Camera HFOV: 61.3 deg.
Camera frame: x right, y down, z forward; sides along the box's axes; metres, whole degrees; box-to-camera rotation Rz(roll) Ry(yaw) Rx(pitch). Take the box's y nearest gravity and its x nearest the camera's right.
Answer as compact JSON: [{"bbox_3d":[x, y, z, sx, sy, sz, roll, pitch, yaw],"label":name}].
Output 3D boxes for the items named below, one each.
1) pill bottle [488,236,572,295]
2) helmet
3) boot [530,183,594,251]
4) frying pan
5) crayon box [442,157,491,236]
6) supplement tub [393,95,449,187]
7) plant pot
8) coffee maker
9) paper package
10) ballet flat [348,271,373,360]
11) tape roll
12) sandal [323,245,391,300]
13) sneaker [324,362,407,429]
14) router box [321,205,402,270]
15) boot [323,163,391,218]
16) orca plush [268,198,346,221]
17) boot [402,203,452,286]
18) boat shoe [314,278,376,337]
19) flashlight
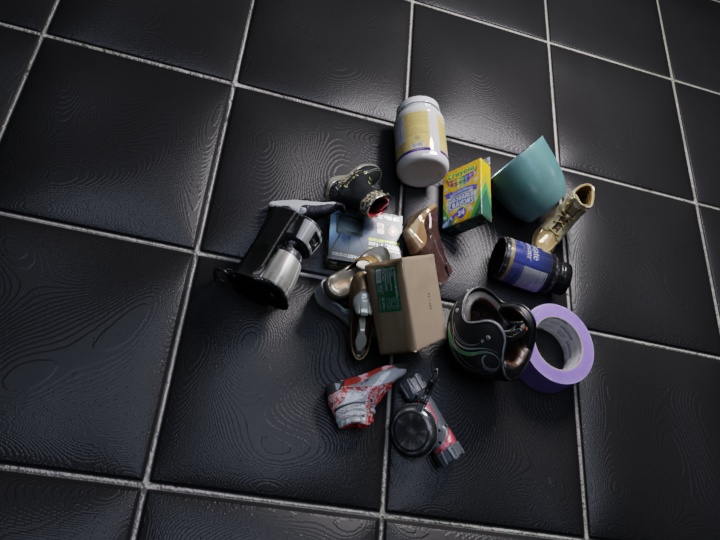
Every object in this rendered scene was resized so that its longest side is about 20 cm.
[{"bbox_3d":[0.441,-0.006,1.571,0.194,0.112,0.115,17,62,-8],"label":"pill bottle"},{"bbox_3d":[0.291,0.148,1.410,0.188,0.204,0.200,18,50,43],"label":"helmet"},{"bbox_3d":[0.547,-0.135,1.637,0.073,0.156,0.200,41,61,6],"label":"boot"},{"bbox_3d":[0.138,0.322,1.322,0.115,0.031,0.191,44,98,21],"label":"frying pan"},{"bbox_3d":[0.280,-0.207,1.606,0.051,0.124,0.205,29,55,-39],"label":"crayon box"},{"bbox_3d":[0.160,-0.345,1.625,0.141,0.146,0.206,5,64,-14],"label":"supplement tub"},{"bbox_3d":[0.458,-0.233,1.641,0.199,0.200,0.162,-39,90,-28],"label":"plant pot"},{"bbox_3d":[-0.206,-0.041,1.383,0.188,0.135,0.203,27,61,-2],"label":"coffee maker"},{"bbox_3d":[0.106,0.074,1.360,0.189,0.101,0.207,-7,88,-61],"label":"paper package"},{"bbox_3d":[0.003,0.108,1.350,0.066,0.073,0.206,5,107,-5],"label":"ballet flat"},{"bbox_3d":[0.469,0.193,1.504,0.194,0.085,0.206,6,64,-13],"label":"tape roll"},{"bbox_3d":[0.000,0.000,1.395,0.197,0.055,0.083,-26,72,-30],"label":"sandal"},{"bbox_3d":[0.026,0.282,1.342,0.196,0.068,0.111,-14,71,-18],"label":"sneaker"},{"bbox_3d":[0.007,-0.071,1.500,0.194,0.062,0.154,8,65,-13],"label":"router box"},{"bbox_3d":[0.023,-0.196,1.509,0.152,0.075,0.201,29,38,32],"label":"boot"},{"bbox_3d":[-0.129,-0.130,1.468,0.193,0.106,0.073,-3,109,6],"label":"orca plush"},{"bbox_3d":[0.183,-0.066,1.555,0.168,0.071,0.200,55,37,-11],"label":"boot"},{"bbox_3d":[-0.017,0.086,1.415,0.197,0.072,0.071,30,61,-1],"label":"boat shoe"},{"bbox_3d":[0.154,0.334,1.358,0.067,0.068,0.203,-35,74,11],"label":"flashlight"}]
